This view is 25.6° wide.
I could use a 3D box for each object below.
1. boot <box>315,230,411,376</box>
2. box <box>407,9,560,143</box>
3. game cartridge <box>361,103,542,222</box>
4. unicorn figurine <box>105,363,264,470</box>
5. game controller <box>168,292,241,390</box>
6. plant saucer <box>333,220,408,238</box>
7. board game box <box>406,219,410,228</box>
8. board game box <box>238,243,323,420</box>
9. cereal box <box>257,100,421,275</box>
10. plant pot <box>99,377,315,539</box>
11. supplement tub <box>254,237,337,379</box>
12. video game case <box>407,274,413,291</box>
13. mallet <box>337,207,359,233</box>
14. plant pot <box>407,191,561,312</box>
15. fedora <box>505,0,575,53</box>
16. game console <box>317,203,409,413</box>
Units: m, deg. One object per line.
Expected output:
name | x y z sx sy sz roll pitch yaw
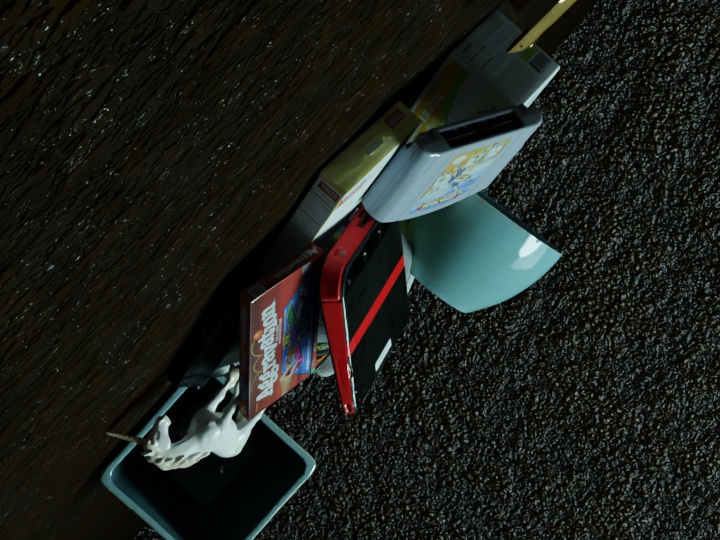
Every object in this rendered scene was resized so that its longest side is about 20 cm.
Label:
boot | -0.007 0.039 1.964 0.095 0.073 0.201 -28 -148 56
box | 0.124 -0.186 1.849 0.113 0.101 0.200 -46 176 -40
game cartridge | 0.097 -0.113 1.699 0.199 0.042 0.133 -20 154 -43
unicorn figurine | -0.164 0.170 1.759 0.138 0.074 0.200 -54 146 0
game controller | -0.143 0.071 1.733 0.104 0.042 0.200 -28 167 -34
plant saucer | -0.023 -0.008 1.986 0.200 0.031 0.201 -29 137 -31
board game box | 0.041 -0.065 2.078 0.200 0.047 0.151 -48 145 -8
board game box | -0.085 0.067 1.666 0.103 0.019 0.201 -35 150 -29
cereal box | -0.024 -0.079 1.664 0.144 0.040 0.200 -45 176 -37
plant pot | -0.198 0.245 2.037 0.196 0.196 0.200 -48 -174 -5
supplement tub | -0.077 0.054 1.838 0.123 0.122 0.200 -46 176 -37
video game case | 0.007 0.017 2.220 0.200 0.023 0.183 6 -109 57
mallet | 0.000 0.000 1.851 0.041 0.201 0.066 -6 163 -16
plant pot | 0.137 -0.027 2.012 0.135 0.200 0.200 -54 177 7
fedora | 0.191 -0.299 1.527 0.201 0.082 0.201 -45 -178 2
game console | 0.006 0.030 1.712 0.200 0.031 0.178 -57 147 -53
